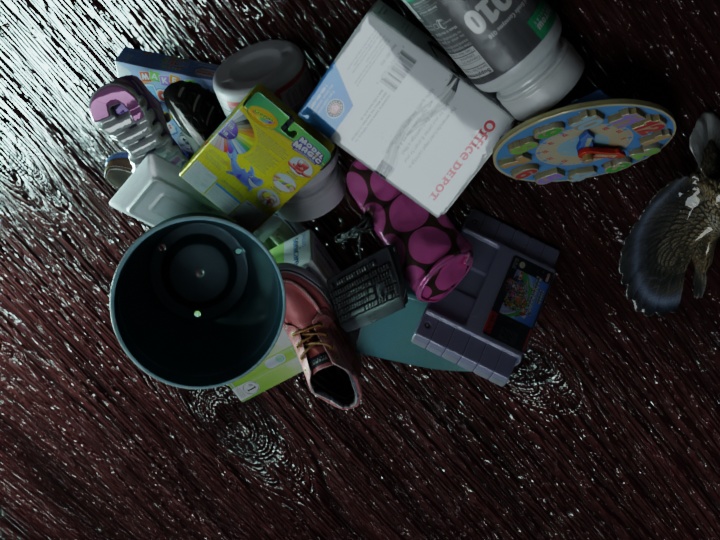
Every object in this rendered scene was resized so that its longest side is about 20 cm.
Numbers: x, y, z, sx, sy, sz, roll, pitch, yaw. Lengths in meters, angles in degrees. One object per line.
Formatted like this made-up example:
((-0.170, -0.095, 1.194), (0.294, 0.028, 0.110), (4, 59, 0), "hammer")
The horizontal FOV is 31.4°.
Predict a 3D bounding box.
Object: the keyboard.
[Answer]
((0.000, 0.000, 1.542), (0.200, 0.020, 0.128), (-29, 72, 64), "keyboard")

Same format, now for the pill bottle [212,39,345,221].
((-0.093, -0.166, 1.551), (0.113, 0.114, 0.201), (2, 133, 27), "pill bottle")

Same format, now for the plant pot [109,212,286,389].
((-0.194, 0.018, 1.536), (0.198, 0.188, 0.202), (-2, 103, -7), "plant pot")

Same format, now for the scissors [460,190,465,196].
((0.106, -0.158, 1.525), (0.073, 0.014, 0.201), (21, 140, 8), "scissors")

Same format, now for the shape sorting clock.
((0.241, -0.135, 1.384), (0.198, 0.040, 0.200), (-9, 159, -4), "shape sorting clock")

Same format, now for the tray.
((-0.208, -0.068, 1.622), (0.199, 0.022, 0.107), (27, 128, -27), "tray")

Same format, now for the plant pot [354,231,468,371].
((0.113, 0.041, 1.636), (0.199, 0.142, 0.142), (17, 139, 3), "plant pot")

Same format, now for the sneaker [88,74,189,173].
((-0.263, -0.164, 1.611), (0.080, 0.089, 0.201), (-21, 120, 13), "sneaker")

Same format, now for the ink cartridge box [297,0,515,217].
((0.055, -0.181, 1.434), (0.199, 0.084, 0.145), (36, 112, -5), "ink cartridge box")

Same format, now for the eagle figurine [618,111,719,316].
((0.372, -0.052, 1.381), (0.151, 0.152, 0.200), (28, 133, -17), "eagle figurine")

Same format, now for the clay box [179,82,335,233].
((-0.115, -0.132, 1.472), (0.115, 0.048, 0.200), (39, 140, -12), "clay box")

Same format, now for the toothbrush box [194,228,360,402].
((-0.113, 0.061, 1.705), (0.199, 0.086, 0.146), (-27, 120, 12), "toothbrush box")

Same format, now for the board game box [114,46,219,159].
((-0.229, -0.187, 1.663), (0.150, 0.037, 0.201), (13, 137, 17), "board game box")

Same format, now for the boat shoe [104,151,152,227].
((-0.255, -0.093, 1.692), (0.199, 0.073, 0.072), (21, 141, 6), "boat shoe")

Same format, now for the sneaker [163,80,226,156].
((-0.186, -0.150, 1.595), (0.079, 0.074, 0.200), (-14, 132, 30), "sneaker")

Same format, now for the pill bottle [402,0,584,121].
((0.136, -0.259, 1.329), (0.200, 0.113, 0.113), (45, 137, -20), "pill bottle")

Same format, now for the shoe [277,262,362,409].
((-0.056, 0.085, 1.619), (0.071, 0.091, 0.201), (-27, 120, 11), "shoe")

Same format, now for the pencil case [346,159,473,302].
((0.061, -0.062, 1.520), (0.093, 0.201, 0.091), (-33, 153, 3), "pencil case")

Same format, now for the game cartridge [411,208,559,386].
((0.156, 0.030, 1.548), (0.129, 0.201, 0.038), (23, 149, 5), "game cartridge")

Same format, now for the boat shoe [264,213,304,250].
((-0.084, 0.002, 1.759), (0.072, 0.062, 0.200), (-13, 125, 38), "boat shoe")
